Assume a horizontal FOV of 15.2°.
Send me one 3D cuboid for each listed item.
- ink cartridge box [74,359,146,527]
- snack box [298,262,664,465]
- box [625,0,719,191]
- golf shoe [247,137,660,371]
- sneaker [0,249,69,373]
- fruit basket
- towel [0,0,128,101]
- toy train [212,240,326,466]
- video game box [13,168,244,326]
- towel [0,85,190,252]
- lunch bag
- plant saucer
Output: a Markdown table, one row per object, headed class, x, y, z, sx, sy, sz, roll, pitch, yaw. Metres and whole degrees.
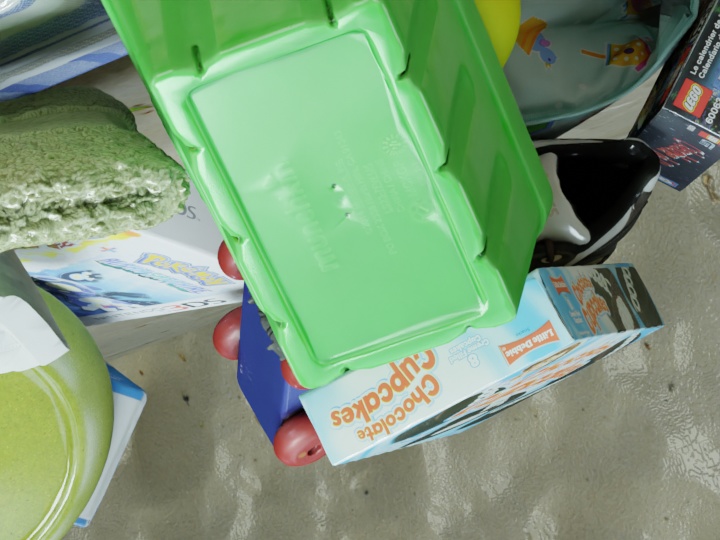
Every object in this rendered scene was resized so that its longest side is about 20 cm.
| class | x | y | z | sx | sy | sz | roll | pitch | yaw |
| --- | --- | --- | --- | --- | --- | --- | --- | --- | --- |
| ink cartridge box | -0.226 | 0.051 | 1.457 | 0.145 | 0.084 | 0.200 | 21 | -175 | -31 |
| snack box | 0.059 | 0.039 | 1.188 | 0.116 | 0.037 | 0.200 | -29 | 172 | 16 |
| box | 0.174 | -0.114 | 1.252 | 0.137 | 0.038 | 0.200 | -62 | 178 | -4 |
| golf shoe | 0.044 | -0.019 | 1.181 | 0.200 | 0.078 | 0.094 | -24 | 172 | -31 |
| sneaker | -0.202 | 0.028 | 1.189 | 0.116 | 0.074 | 0.200 | -35 | 167 | 2 |
| fruit basket | -0.004 | -0.085 | 1.083 | 0.155 | 0.216 | 0.216 | -19 | 176 | 9 |
| towel | -0.157 | -0.094 | 1.125 | 0.147 | 0.024 | 0.200 | -20 | 177 | 21 |
| toy train | 0.000 | 0.000 | 1.273 | 0.116 | 0.085 | 0.200 | -21 | 150 | -19 |
| video game box | -0.156 | -0.020 | 1.332 | 0.182 | 0.047 | 0.200 | -12 | 158 | 39 |
| towel | -0.175 | -0.035 | 1.054 | 0.200 | 0.036 | 0.148 | -7 | -163 | -15 |
| lunch bag | 0.053 | -0.105 | 1.270 | 0.200 | 0.122 | 0.170 | -13 | 175 | -5 |
| plant saucer | -0.214 | 0.092 | 1.338 | 0.200 | 0.200 | 0.031 | -18 | -147 | -14 |
